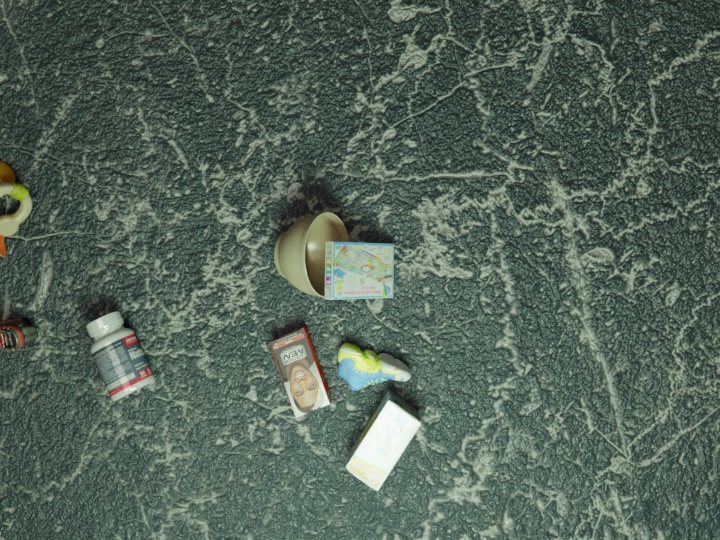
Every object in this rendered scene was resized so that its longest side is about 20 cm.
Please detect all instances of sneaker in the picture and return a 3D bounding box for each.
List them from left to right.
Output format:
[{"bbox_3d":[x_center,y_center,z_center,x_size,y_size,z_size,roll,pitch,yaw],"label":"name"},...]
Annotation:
[{"bbox_3d":[-0.934,0.165,1.563,0.194,0.097,0.073,3,104,27],"label":"sneaker"},{"bbox_3d":[0.029,0.263,1.511,0.194,0.076,0.108,21,104,10],"label":"sneaker"}]

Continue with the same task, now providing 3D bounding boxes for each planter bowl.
[{"bbox_3d":[-0.131,-0.038,1.461,0.131,0.198,0.208,1,91,31],"label":"planter bowl"}]

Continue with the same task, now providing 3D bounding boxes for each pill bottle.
[{"bbox_3d":[-0.622,0.217,1.518,0.117,0.120,0.205,-25,90,3],"label":"pill bottle"}]

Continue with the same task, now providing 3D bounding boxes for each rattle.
[{"bbox_3d":[-0.962,-0.161,1.561,0.141,0.130,0.204,33,119,13],"label":"rattle"}]

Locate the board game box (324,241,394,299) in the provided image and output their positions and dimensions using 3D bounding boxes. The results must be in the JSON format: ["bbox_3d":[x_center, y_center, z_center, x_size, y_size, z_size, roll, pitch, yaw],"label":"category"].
[{"bbox_3d":[0.000,0.000,1.459,0.195,0.034,0.140,1,91,-39],"label":"board game box"}]

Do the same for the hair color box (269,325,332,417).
[{"bbox_3d":[-0.152,0.259,1.520,0.099,0.061,0.206,-21,90,3],"label":"hair color box"}]

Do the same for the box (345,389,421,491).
[{"bbox_3d":[0.057,0.423,1.483,0.100,0.112,0.203,33,93,1],"label":"box"}]
